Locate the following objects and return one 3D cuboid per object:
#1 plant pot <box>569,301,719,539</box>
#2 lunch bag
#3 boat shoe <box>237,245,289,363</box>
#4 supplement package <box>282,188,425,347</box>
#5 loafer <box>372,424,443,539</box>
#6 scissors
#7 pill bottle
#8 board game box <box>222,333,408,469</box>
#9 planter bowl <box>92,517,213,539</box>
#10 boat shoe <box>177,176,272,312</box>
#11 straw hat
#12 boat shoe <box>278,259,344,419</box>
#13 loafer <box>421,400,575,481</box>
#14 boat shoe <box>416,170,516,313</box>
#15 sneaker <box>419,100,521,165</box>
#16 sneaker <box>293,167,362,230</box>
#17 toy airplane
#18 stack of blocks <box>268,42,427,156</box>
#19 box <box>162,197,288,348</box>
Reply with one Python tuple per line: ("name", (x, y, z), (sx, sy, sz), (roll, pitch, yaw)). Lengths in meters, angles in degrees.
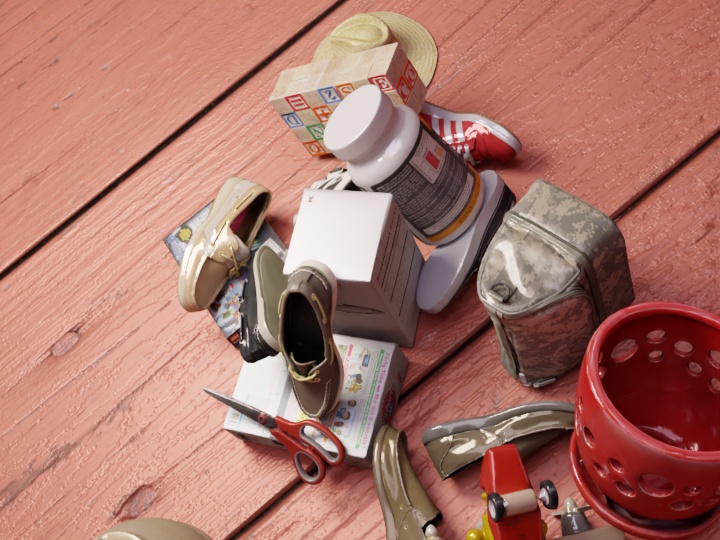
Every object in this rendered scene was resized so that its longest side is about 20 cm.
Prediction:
("plant pot", (0.313, 0.164, 1.130), (0.196, 0.184, 0.203), (3, 47, -4))
("lunch bag", (0.215, 0.027, 1.249), (0.168, 0.201, 0.139), (-46, 57, -12))
("boat shoe", (-0.126, 0.045, 1.364), (0.066, 0.074, 0.201), (-38, 35, 20))
("supplement package", (0.000, 0.000, 1.331), (0.115, 0.200, 0.119), (5, 66, 21))
("loafer", (0.060, 0.276, 1.252), (0.066, 0.076, 0.204), (-13, 71, 11))
("scissors", (-0.104, 0.178, 1.304), (0.199, 0.014, 0.074), (39, 112, 16))
("pill bottle", (0.054, -0.129, 1.331), (0.115, 0.199, 0.118), (-31, 38, 28))
("board game box", (-0.055, 0.154, 1.355), (0.197, 0.064, 0.150), (8, 68, 24))
("planter bowl", (-0.264, 0.381, 1.272), (0.196, 0.135, 0.204), (-7, 62, 14))
("boat shoe", (-0.177, -0.035, 1.437), (0.068, 0.074, 0.203), (10, 67, 29))
("straw hat", (0.006, -0.322, 1.556), (0.197, 0.085, 0.205), (-8, 63, 15))
("boat shoe", (-0.061, 0.090, 1.244), (0.071, 0.205, 0.060), (10, 31, 19))
("loafer", (0.171, 0.200, 1.257), (0.197, 0.075, 0.071), (-15, 72, 17))
("boat shoe", (0.140, -0.026, 1.373), (0.071, 0.068, 0.202), (3, 61, 52))
("sneaker", (0.111, -0.157, 1.446), (0.198, 0.071, 0.113), (21, 69, 34))
("sneaker", (-0.024, -0.107, 1.446), (0.199, 0.074, 0.089), (-41, 45, 21))
("toy airplane", (0.165, 0.311, 1.171), (0.199, 0.141, 0.201), (36, 86, -13))
("stack of blocks", (-0.011, -0.227, 1.463), (0.197, 0.115, 0.059), (-6, 49, 36))
("box", (-0.171, -0.011, 1.489), (0.136, 0.040, 0.201), (-37, 59, -3))
